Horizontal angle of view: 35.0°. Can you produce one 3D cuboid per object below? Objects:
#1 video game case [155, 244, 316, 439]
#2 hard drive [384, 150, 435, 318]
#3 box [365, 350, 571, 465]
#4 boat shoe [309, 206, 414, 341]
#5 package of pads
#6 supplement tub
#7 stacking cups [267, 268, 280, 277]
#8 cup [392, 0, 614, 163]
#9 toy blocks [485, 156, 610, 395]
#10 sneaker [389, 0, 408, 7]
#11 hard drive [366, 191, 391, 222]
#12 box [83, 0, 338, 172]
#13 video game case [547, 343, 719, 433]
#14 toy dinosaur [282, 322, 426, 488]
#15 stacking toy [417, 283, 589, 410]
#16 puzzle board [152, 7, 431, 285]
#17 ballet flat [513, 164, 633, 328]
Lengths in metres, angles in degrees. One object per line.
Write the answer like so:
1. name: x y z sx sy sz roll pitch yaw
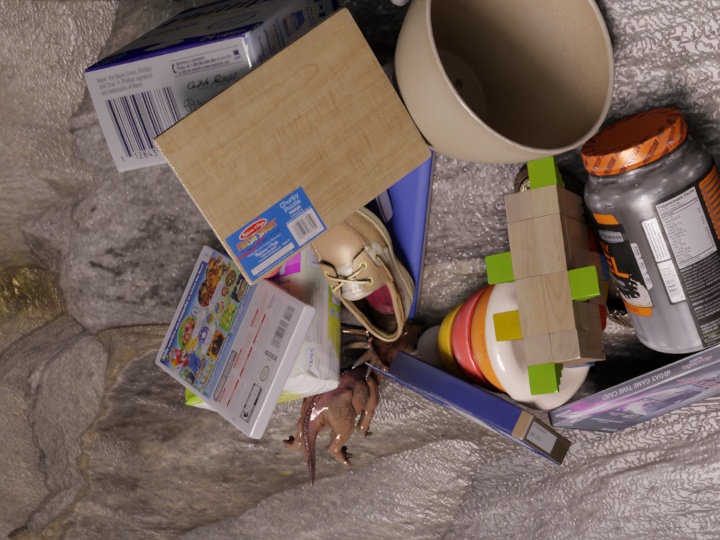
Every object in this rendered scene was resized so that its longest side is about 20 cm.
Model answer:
1. video game case: -0.136 0.069 1.197 0.199 0.018 0.145 27 95 47
2. hard drive: 0.007 -0.055 1.210 0.130 0.025 0.203 14 121 16
3. box: 0.108 0.134 1.168 0.198 0.121 0.033 22 82 34
4. boat shoe: 0.000 0.000 1.138 0.073 0.067 0.200 -14 140 26
5. package of pads: -0.107 0.068 1.231 0.198 0.157 0.068 -18 154 40
6. supplement tub: 0.281 -0.037 1.049 0.121 0.123 0.202 -16 109 28
7. stacking cups: -0.099 -0.045 1.086 0.060 0.061 0.200 19 163 12
8. cup: 0.106 -0.177 1.024 0.201 0.200 0.143 50 147 -8
9. toy blocks: 0.188 0.010 1.049 0.099 0.136 0.203 -11 80 27
10. sneaker: 0.092 -0.310 1.016 0.086 0.075 0.201 33 124 -4
11. hard drive: -0.076 -0.101 1.181 0.197 0.025 0.134 -7 113 27
12. box: -0.128 -0.190 1.090 0.181 0.200 0.106 -7 114 25
13. video game case: 0.301 0.118 1.123 0.198 0.142 0.019 -27 66 32
14. toy dinosaur: -0.020 0.132 1.237 0.085 0.200 0.137 30 139 15
15. stacking toy: 0.128 0.070 1.180 0.199 0.146 0.147 -9 115 52
16. puzzle board: -0.055 -0.106 0.979 0.199 0.017 0.152 -36 109 -8
17. ballet flat: 0.220 -0.021 1.127 0.067 0.046 0.201 -32 101 32
